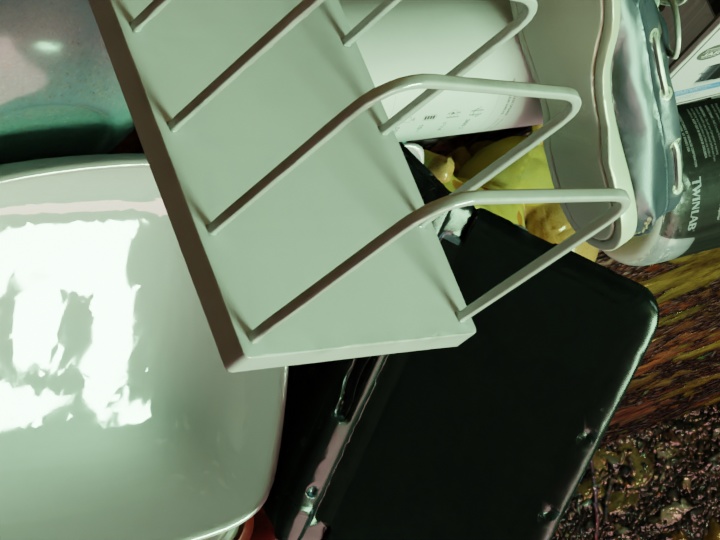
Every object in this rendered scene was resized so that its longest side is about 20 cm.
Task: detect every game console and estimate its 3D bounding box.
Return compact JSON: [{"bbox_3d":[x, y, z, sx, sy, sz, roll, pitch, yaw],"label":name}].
[{"bbox_3d":[0.033,0.052,0.910,0.115,0.176,0.201,16,108,-29],"label":"game console"}]

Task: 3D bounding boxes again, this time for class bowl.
[{"bbox_3d":[-0.136,0.037,0.862,0.198,0.202,0.075,-6,-162,-28],"label":"bowl"}]

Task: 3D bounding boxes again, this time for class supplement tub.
[{"bbox_3d":[0.249,-0.080,1.174,0.198,0.124,0.123,-13,164,-24],"label":"supplement tub"}]

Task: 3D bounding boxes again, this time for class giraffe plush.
[{"bbox_3d":[0.084,-0.018,1.135,0.162,0.201,0.172,-30,-176,-42],"label":"giraffe plush"}]

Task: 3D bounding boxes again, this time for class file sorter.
[{"bbox_3d":[-0.002,-0.082,0.702,0.138,0.202,0.124,-3,154,-47],"label":"file sorter"}]

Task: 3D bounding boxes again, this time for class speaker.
[{"bbox_3d":[0.016,-0.103,0.873,0.198,0.082,0.081,-10,163,-34],"label":"speaker"}]

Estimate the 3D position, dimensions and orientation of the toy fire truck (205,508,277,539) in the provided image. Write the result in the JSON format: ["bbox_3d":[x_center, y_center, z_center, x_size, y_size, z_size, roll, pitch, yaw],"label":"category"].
[{"bbox_3d":[-0.096,0.169,1.114,0.198,0.130,0.176,-14,149,19],"label":"toy fire truck"}]

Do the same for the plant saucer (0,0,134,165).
[{"bbox_3d":[-0.172,-0.070,0.828,0.199,0.039,0.201,-19,166,-5],"label":"plant saucer"}]

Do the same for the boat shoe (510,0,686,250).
[{"bbox_3d":[0.124,-0.108,0.855,0.062,0.202,0.075,-28,-154,-27],"label":"boat shoe"}]

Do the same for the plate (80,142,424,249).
[{"bbox_3d":[-0.067,0.023,0.976,0.198,0.032,0.202,-8,120,-27],"label":"plate"}]

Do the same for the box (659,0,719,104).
[{"bbox_3d":[0.224,-0.164,0.965,0.116,0.061,0.200,-14,164,-23],"label":"box"}]

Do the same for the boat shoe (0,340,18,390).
[{"bbox_3d":[-0.230,0.072,0.965,0.068,0.085,0.200,-24,170,-22],"label":"boat shoe"}]
